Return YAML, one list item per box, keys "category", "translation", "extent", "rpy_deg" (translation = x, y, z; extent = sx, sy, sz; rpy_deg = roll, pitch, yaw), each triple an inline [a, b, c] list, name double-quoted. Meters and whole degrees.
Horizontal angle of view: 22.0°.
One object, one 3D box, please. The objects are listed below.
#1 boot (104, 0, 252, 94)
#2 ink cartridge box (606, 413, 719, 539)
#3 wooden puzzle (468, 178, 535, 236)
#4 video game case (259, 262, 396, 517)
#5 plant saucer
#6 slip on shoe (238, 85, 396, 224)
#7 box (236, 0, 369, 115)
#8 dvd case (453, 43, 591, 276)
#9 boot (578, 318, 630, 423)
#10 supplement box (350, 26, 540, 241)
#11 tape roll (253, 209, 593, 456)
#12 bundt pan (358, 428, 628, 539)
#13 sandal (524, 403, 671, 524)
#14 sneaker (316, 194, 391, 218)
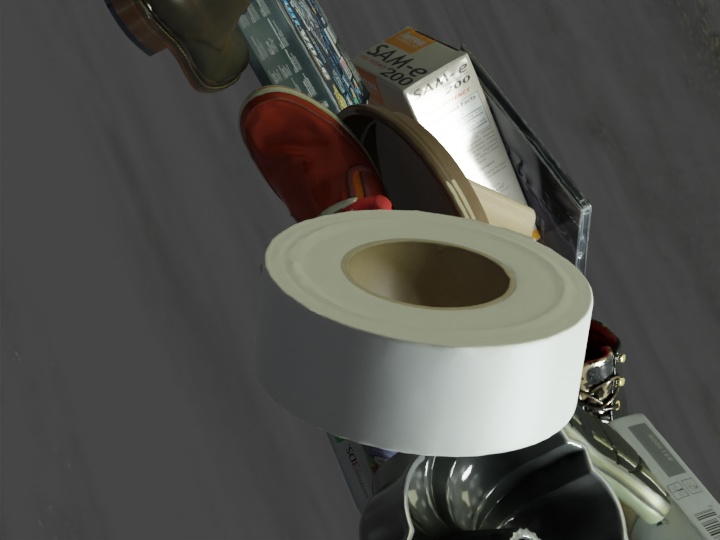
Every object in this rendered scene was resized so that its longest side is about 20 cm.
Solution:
- category: "boot"
  translation: [-0.092, -0.178, 1.247]
  extent: [0.075, 0.096, 0.200]
  rpy_deg: [65, 13, 12]
- category: "ink cartridge box"
  translation: [0.196, 0.232, 1.366]
  extent: [0.047, 0.201, 0.160]
  rpy_deg: [-8, 48, -43]
- category: "wooden puzzle"
  translation: [0.083, 0.027, 1.500]
  extent: [0.184, 0.046, 0.202]
  rpy_deg: [20, 61, -45]
- category: "video game case"
  translation: [0.005, 0.091, 1.264]
  extent: [0.184, 0.022, 0.200]
  rpy_deg: [67, 12, 18]
- category: "plant saucer"
  translation: [0.042, -0.031, 1.335]
  extent: [0.200, 0.029, 0.201]
  rpy_deg: [49, -24, 31]
- category: "slip on shoe"
  translation: [-0.018, -0.046, 1.300]
  extent: [0.201, 0.074, 0.061]
  rpy_deg: [55, 16, 3]
- category: "box"
  translation: [-0.063, -0.197, 1.485]
  extent: [0.201, 0.046, 0.159]
  rpy_deg: [60, 13, -15]
- category: "dvd case"
  translation: [0.143, -0.094, 1.675]
  extent: [0.201, 0.016, 0.149]
  rpy_deg: [55, -11, 24]
- category: "boot"
  translation: [0.204, 0.140, 1.548]
  extent: [0.200, 0.072, 0.152]
  rpy_deg: [-96, 173, -68]
- category: "supplement box"
  translation: [0.076, -0.110, 1.694]
  extent: [0.126, 0.073, 0.201]
  rpy_deg: [36, -26, 60]
- category: "tape roll"
  translation: [0.037, 0.032, 1.102]
  extent: [0.203, 0.200, 0.072]
  rpy_deg: [-84, 180, -68]
- category: "bundt pan"
  translation: [0.076, 0.181, 1.112]
  extent: [0.201, 0.076, 0.204]
  rpy_deg: [21, 55, -34]
- category: "sandal"
  translation: [0.118, 0.107, 1.202]
  extent: [0.201, 0.057, 0.080]
  rpy_deg: [42, 18, -12]
- category: "sneaker"
  translation: [0.035, 0.043, 1.233]
  extent: [0.201, 0.084, 0.077]
  rpy_deg: [61, 13, -7]
